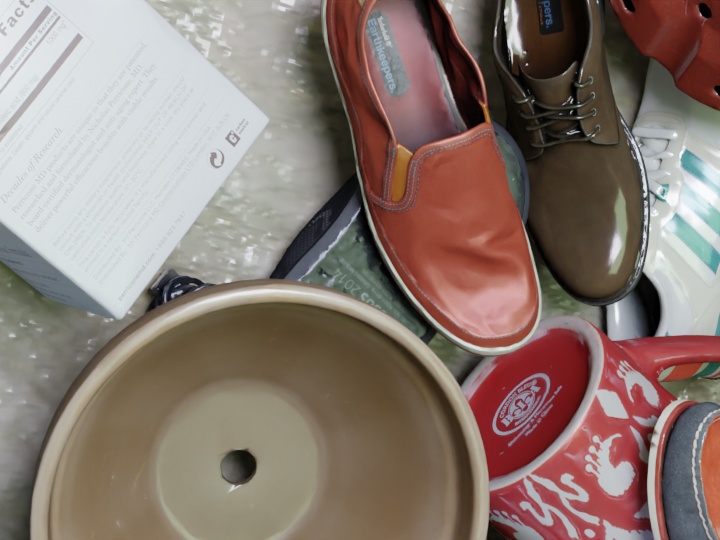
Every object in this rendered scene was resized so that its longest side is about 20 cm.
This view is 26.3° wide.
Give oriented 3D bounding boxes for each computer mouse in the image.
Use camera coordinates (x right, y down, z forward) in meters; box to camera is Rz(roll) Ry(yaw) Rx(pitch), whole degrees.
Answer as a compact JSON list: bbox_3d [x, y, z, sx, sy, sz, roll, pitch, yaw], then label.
[{"bbox_3d":[0.000,0.000,0.774,0.200,0.053,0.139,-44,104,-9],"label":"computer mouse"}]

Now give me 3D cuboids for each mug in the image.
[{"bbox_3d":[0.151,0.109,0.818,0.200,0.133,0.179,41,58,-25],"label":"mug"}]

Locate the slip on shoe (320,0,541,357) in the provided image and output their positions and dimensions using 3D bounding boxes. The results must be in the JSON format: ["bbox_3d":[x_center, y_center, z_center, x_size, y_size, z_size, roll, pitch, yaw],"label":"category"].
[{"bbox_3d":[0.036,-0.051,0.722,0.074,0.061,0.202,-23,102,-16],"label":"slip on shoe"}]

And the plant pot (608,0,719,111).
[{"bbox_3d":[0.234,-0.189,0.780,0.195,0.200,0.202,-40,111,-26],"label":"plant pot"}]

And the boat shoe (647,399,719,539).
[{"bbox_3d":[0.193,0.153,0.726,0.071,0.062,0.202,-26,101,-34],"label":"boat shoe"}]

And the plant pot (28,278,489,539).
[{"bbox_3d":[-0.050,0.099,0.693,0.199,0.093,0.203,-2,99,-14],"label":"plant pot"}]

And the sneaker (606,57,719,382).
[{"bbox_3d":[0.166,-0.033,0.843,0.093,0.070,0.202,-7,101,-32],"label":"sneaker"}]

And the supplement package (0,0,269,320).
[{"bbox_3d":[-0.159,-0.087,0.645,0.200,0.113,0.110,42,75,-23],"label":"supplement package"}]

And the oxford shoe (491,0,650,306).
[{"bbox_3d":[0.100,-0.077,0.786,0.072,0.084,0.202,-13,95,18],"label":"oxford shoe"}]
